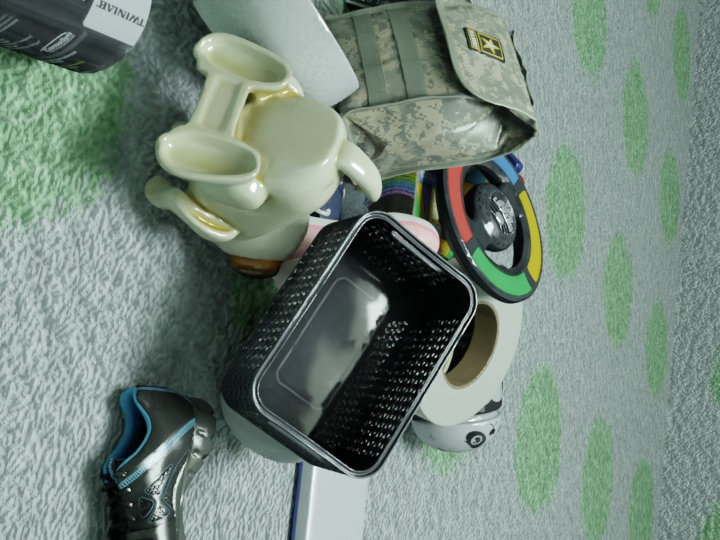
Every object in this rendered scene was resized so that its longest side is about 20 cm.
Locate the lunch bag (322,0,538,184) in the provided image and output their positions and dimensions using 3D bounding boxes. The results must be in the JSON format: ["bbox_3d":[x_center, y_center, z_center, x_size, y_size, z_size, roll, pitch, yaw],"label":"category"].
[{"bbox_3d":[0.072,-0.191,1.050,0.118,0.199,0.164,80,1,-51],"label":"lunch bag"}]

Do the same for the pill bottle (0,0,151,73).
[{"bbox_3d":[-0.236,-0.202,0.672,0.200,0.106,0.107,9,82,-62],"label":"pill bottle"}]

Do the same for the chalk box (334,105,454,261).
[{"bbox_3d":[0.041,-0.118,1.182,0.124,0.125,0.200,30,65,-59],"label":"chalk box"}]

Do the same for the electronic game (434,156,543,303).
[{"bbox_3d":[0.147,-0.060,1.156,0.200,0.042,0.200,28,52,-44],"label":"electronic game"}]

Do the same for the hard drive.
[{"bbox_3d":[-0.029,0.228,1.160,0.132,0.025,0.201,25,68,-60],"label":"hard drive"}]

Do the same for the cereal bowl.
[{"bbox_3d":[-0.089,-0.221,0.917,0.200,0.083,0.200,56,0,0],"label":"cereal bowl"}]

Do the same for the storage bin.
[{"bbox_3d":[-0.010,0.063,0.898,0.135,0.094,0.200,38,73,-17],"label":"storage bin"}]

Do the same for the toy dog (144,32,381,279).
[{"bbox_3d":[-0.085,-0.081,0.893,0.200,0.193,0.140,113,-16,-62],"label":"toy dog"}]

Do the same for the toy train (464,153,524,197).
[{"bbox_3d":[0.102,-0.079,1.295,0.116,0.085,0.200,10,125,-52],"label":"toy train"}]

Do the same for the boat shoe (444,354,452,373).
[{"bbox_3d":[0.075,0.046,1.257,0.075,0.075,0.203,58,36,-58],"label":"boat shoe"}]

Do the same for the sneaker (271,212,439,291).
[{"bbox_3d":[0.000,0.000,1.023,0.200,0.105,0.075,1,134,-27],"label":"sneaker"}]

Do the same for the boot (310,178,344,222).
[{"bbox_3d":[-0.047,-0.090,1.024,0.200,0.073,0.091,37,50,-76],"label":"boot"}]

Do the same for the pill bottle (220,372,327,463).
[{"bbox_3d":[-0.044,0.090,1.036,0.200,0.111,0.111,-49,132,-51],"label":"pill bottle"}]

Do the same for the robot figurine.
[{"bbox_3d":[0.123,0.134,1.338,0.125,0.150,0.201,-140,-133,-83],"label":"robot figurine"}]

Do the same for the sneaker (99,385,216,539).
[{"bbox_3d":[-0.182,0.191,0.841,0.082,0.073,0.200,31,56,-40],"label":"sneaker"}]

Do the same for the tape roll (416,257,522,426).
[{"bbox_3d":[0.115,0.081,1.199,0.203,0.037,0.203,-23,123,-41],"label":"tape roll"}]

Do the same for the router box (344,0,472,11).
[{"bbox_3d":[0.087,-0.256,1.230,0.062,0.150,0.200,-52,141,-12],"label":"router box"}]
